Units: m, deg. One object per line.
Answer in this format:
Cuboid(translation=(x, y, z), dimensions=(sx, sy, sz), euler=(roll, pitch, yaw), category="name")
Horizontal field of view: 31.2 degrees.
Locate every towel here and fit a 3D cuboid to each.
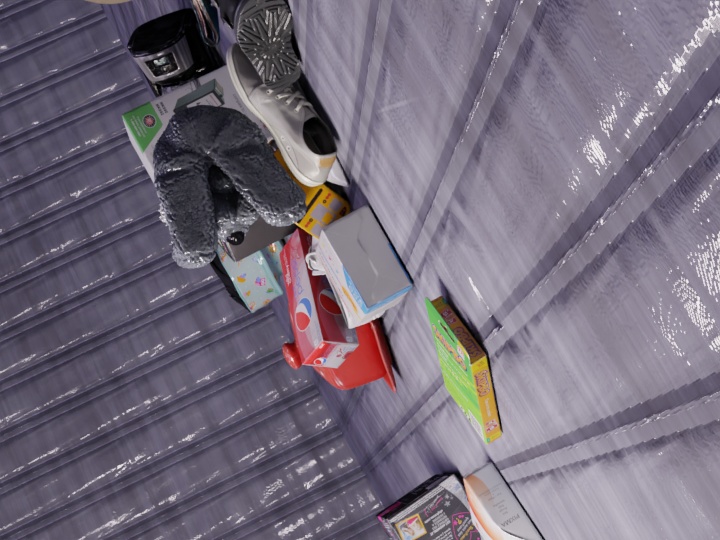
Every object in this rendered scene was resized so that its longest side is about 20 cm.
Cuboid(translation=(-0.217, -0.389, 1.664), dimensions=(0.200, 0.022, 0.147), euler=(-104, -6, -55), category="towel")

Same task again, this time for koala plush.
Cuboid(translation=(-0.176, -0.102, 1.615), dimensions=(0.200, 0.177, 0.185), euler=(114, 131, -81), category="koala plush")

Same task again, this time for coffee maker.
Cuboid(translation=(-0.296, -0.320, 2.134), dimensions=(0.192, 0.134, 0.201), euler=(48, 164, 58), category="coffee maker")

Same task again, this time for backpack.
Cuboid(translation=(-0.224, -0.024, 2.586), dimensions=(0.200, 0.153, 0.176), euler=(-114, 0, -49), category="backpack")

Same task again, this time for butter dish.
Cuboid(translation=(-0.052, 0.102, 2.001), dimensions=(0.200, 0.147, 0.200), euler=(54, 168, 40), category="butter dish")

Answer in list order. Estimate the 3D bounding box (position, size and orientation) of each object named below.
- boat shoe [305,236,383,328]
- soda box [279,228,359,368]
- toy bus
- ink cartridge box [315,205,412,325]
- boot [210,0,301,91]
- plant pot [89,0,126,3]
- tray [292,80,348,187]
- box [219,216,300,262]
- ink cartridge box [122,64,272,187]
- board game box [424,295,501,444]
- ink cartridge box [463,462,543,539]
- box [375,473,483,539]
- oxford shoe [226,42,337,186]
Cuboid(translation=(-0.039, -0.012, 1.825), dimensions=(0.201, 0.068, 0.072), euler=(62, 171, -9), category="boat shoe")
Cuboid(translation=(-0.063, 0.039, 1.888), dimensions=(0.070, 0.063, 0.201), euler=(-50, 43, 42), category="soda box")
Cuboid(translation=(-0.087, -0.112, 1.744), dimensions=(0.078, 0.065, 0.200), euler=(33, -174, -29), category="toy bus")
Cuboid(translation=(0.000, 0.000, 1.638), dimensions=(0.116, 0.068, 0.200), euler=(61, 172, 6), category="ink cartridge box")
Cuboid(translation=(-0.143, -0.326, 1.489), dimensions=(0.165, 0.065, 0.201), euler=(80, 164, -60), category="boot")
Cuboid(translation=(-0.339, -0.491, 1.732), dimensions=(0.188, 0.187, 0.200), euler=(60, 158, 7), category="plant pot")
Cuboid(translation=(-0.076, -0.193, 1.630), dimensions=(0.201, 0.022, 0.107), euler=(63, 170, -12), category="tray")
Cuboid(translation=(-0.177, -0.117, 2.034), dimensions=(0.125, 0.148, 0.200), euler=(66, 171, -19), category="box")
Cuboid(translation=(-0.227, -0.200, 1.900), dimensions=(0.146, 0.199, 0.084), euler=(58, 168, 19), category="ink cartridge box")
Cuboid(translation=(0.116, 0.110, 1.451), dimensions=(0.096, 0.030, 0.200), euler=(55, 172, 35), category="board game box")
Cuboid(translation=(0.205, 0.366, 1.670), dimensions=(0.200, 0.050, 0.162), euler=(60, 172, 32), category="ink cartridge box")
Cuboid(translation=(0.114, 0.402, 2.037), dimensions=(0.115, 0.132, 0.200), euler=(57, 171, 5), category="box")
Cuboid(translation=(-0.089, -0.195, 1.539), dimensions=(0.058, 0.075, 0.201), euler=(-40, 79, 40), category="oxford shoe")
